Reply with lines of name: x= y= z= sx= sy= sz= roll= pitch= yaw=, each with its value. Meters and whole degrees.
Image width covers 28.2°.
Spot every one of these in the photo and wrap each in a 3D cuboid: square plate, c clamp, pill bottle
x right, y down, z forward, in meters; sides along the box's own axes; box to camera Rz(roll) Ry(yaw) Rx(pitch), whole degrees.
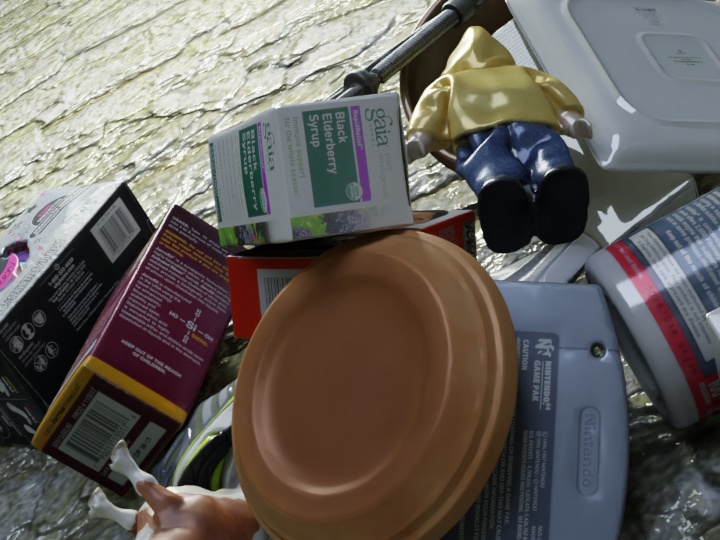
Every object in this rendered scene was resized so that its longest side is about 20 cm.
square plate: x=0.226 y=-0.142 z=1.024 sx=0.199 sy=0.029 sz=0.199 roll=-1 pitch=45 yaw=-21
c clamp: x=0.026 y=-0.160 z=1.068 sx=0.200 sy=0.027 sz=0.171 roll=-42 pitch=11 yaw=-32
pill bottle: x=0.248 y=-0.002 z=0.860 sx=0.199 sy=0.120 sz=0.120 roll=-29 pitch=30 yaw=2

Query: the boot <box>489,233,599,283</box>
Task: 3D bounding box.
boot: x=0.055 y=0.022 z=0.895 sx=0.200 sy=0.096 sz=0.074 roll=-42 pitch=-12 yaw=-19

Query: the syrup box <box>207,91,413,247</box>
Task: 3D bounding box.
syrup box: x=-0.037 y=-0.060 z=0.912 sx=0.081 sy=0.079 sz=0.200 roll=-9 pitch=3 yaw=-16

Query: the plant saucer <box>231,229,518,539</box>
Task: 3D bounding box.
plant saucer: x=-0.003 y=0.068 z=0.814 sx=0.199 sy=0.037 sz=0.201 roll=-18 pitch=60 yaw=34

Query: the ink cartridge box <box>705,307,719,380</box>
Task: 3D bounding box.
ink cartridge box: x=0.301 y=0.051 z=0.731 sx=0.199 sy=0.086 sz=0.148 roll=-26 pitch=53 yaw=3

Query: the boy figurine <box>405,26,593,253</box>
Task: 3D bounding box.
boy figurine: x=0.086 y=-0.095 z=0.947 sx=0.124 sy=0.065 sz=0.200 roll=-12 pitch=37 yaw=-4

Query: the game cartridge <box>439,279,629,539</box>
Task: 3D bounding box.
game cartridge: x=0.085 y=0.104 z=0.812 sx=0.132 sy=0.042 sz=0.201 roll=5 pitch=71 yaw=5

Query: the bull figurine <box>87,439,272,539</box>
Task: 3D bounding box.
bull figurine: x=-0.129 y=0.184 z=0.904 sx=0.200 sy=0.121 sz=0.065 roll=-57 pitch=-4 yaw=-44

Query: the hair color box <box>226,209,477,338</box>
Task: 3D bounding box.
hair color box: x=0.000 y=0.000 z=1.027 sx=0.101 sy=0.062 sz=0.200 roll=0 pitch=10 yaw=28

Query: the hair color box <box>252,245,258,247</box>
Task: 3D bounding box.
hair color box: x=-0.036 y=-0.061 z=1.155 sx=0.100 sy=0.061 sz=0.200 roll=-26 pitch=-2 yaw=6

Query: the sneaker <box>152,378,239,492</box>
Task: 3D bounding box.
sneaker: x=-0.080 y=0.098 z=1.042 sx=0.081 sy=0.074 sz=0.200 roll=3 pitch=41 yaw=51

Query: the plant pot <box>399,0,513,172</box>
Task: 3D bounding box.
plant pot: x=0.138 y=-0.147 z=1.160 sx=0.200 sy=0.093 sz=0.202 roll=-8 pitch=64 yaw=16

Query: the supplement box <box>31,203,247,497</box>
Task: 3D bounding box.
supplement box: x=-0.164 y=0.059 z=1.112 sx=0.110 sy=0.085 sz=0.200 roll=-49 pitch=14 yaw=39

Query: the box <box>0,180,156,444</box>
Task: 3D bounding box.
box: x=-0.263 y=0.034 z=1.227 sx=0.114 sy=0.132 sz=0.200 roll=-4 pitch=39 yaw=38

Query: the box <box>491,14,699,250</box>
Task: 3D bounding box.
box: x=0.152 y=-0.089 z=1.034 sx=0.082 sy=0.068 sz=0.200 roll=-37 pitch=59 yaw=0
